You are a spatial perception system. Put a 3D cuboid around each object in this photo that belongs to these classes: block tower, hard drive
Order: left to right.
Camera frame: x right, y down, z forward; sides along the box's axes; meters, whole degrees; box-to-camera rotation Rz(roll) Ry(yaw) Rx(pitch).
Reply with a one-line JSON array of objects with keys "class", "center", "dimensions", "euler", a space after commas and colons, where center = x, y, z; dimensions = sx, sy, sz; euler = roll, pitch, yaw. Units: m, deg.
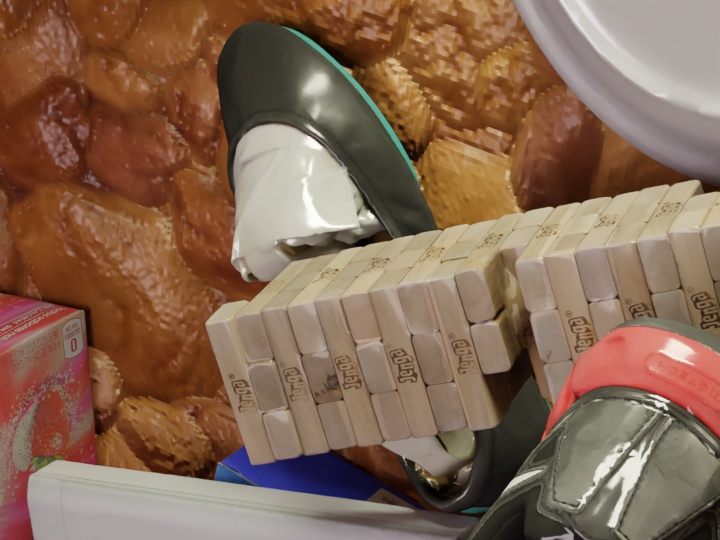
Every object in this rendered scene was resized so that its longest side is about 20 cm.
[{"class": "hard drive", "center": [-0.036, 0.146, 0.883], "dimensions": [0.199, 0.026, 0.133], "euler": [4, 111, 34]}, {"class": "block tower", "center": [0.053, 0.014, 0.737], "dimensions": [0.199, 0.058, 0.054], "euler": [-11, 106, 24]}]

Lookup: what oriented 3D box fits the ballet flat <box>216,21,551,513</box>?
[{"class": "ballet flat", "center": [0.000, 0.000, 0.825], "dimensions": [0.068, 0.068, 0.200], "euler": [-39, 84, 41]}]

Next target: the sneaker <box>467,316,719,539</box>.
[{"class": "sneaker", "center": [0.060, 0.107, 0.669], "dimensions": [0.071, 0.098, 0.201], "euler": [28, 138, 14]}]

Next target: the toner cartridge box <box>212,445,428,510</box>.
[{"class": "toner cartridge box", "center": [-0.028, 0.170, 0.931], "dimensions": [0.095, 0.043, 0.201], "euler": [29, 123, 24]}]

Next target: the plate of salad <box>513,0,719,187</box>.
[{"class": "plate of salad", "center": [0.118, -0.120, 0.708], "dimensions": [0.199, 0.048, 0.201], "euler": [23, 125, 36]}]

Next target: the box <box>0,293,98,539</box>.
[{"class": "box", "center": [-0.201, 0.087, 0.916], "dimensions": [0.094, 0.200, 0.103], "euler": [10, 114, 31]}]
